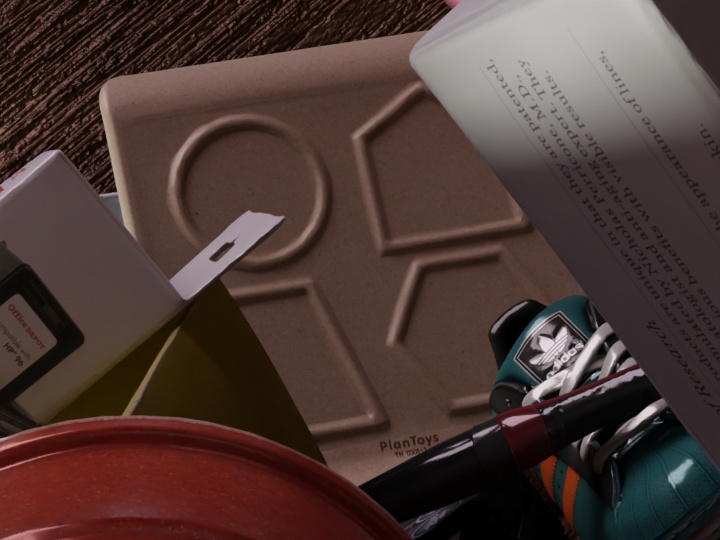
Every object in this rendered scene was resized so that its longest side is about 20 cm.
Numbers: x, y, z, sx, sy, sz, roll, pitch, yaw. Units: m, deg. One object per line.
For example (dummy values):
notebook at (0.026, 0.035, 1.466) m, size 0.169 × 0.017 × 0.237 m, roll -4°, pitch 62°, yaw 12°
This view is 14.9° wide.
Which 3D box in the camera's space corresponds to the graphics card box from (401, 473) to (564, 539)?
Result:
graphics card box at (-0.017, 0.149, 1.021) m, size 0.200 × 0.051 × 0.125 m, roll -37°, pitch 1°, yaw 10°

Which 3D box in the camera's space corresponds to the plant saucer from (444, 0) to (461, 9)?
plant saucer at (0.119, -0.167, 1.151) m, size 0.200 × 0.051 × 0.201 m, roll -29°, pitch 31°, yaw 19°

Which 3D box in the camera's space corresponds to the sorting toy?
sorting toy at (0.000, 0.000, 1.122) m, size 0.185 × 0.201 × 0.036 m, roll -9°, pitch -19°, yaw -12°

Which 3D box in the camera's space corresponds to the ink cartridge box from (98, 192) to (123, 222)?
ink cartridge box at (-0.087, 0.012, 1.223) m, size 0.200 × 0.100 × 0.039 m, roll -6°, pitch 3°, yaw 43°

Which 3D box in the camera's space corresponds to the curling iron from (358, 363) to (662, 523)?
curling iron at (0.051, 0.051, 0.941) m, size 0.200 × 0.026 × 0.050 m, roll -33°, pitch 47°, yaw 14°

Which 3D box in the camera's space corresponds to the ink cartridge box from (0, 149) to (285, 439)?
ink cartridge box at (-0.126, 0.021, 0.908) m, size 0.200 × 0.068 × 0.116 m, roll -40°, pitch 7°, yaw -6°

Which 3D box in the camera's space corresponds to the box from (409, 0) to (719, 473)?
box at (0.162, -0.061, 0.856) m, size 0.199 × 0.200 × 0.131 m, roll -42°, pitch 11°, yaw -25°

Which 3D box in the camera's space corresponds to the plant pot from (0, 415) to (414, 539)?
plant pot at (-0.058, 0.164, 0.684) m, size 0.201 × 0.201 × 0.195 m, roll -38°, pitch 16°, yaw 9°

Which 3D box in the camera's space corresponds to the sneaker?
sneaker at (0.085, 0.055, 0.985) m, size 0.071 × 0.080 × 0.200 m, roll -39°, pitch 10°, yaw -5°

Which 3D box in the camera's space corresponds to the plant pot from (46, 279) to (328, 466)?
plant pot at (-0.080, 0.147, 0.878) m, size 0.200 × 0.177 × 0.200 m, roll -38°, pitch 7°, yaw 12°
